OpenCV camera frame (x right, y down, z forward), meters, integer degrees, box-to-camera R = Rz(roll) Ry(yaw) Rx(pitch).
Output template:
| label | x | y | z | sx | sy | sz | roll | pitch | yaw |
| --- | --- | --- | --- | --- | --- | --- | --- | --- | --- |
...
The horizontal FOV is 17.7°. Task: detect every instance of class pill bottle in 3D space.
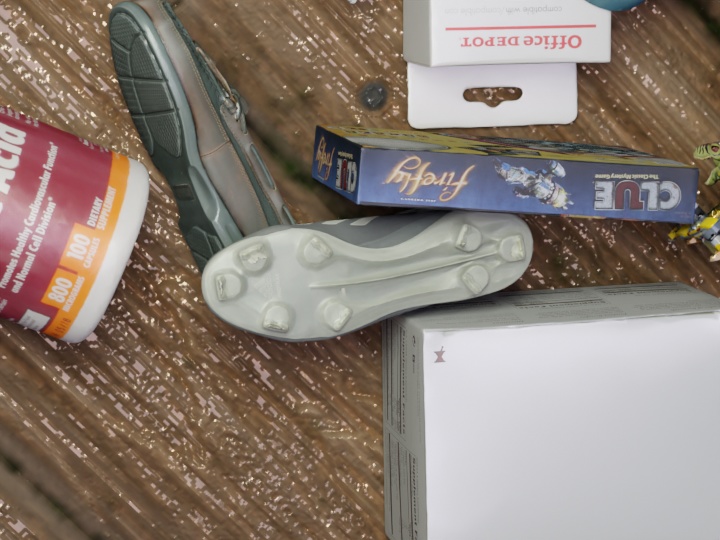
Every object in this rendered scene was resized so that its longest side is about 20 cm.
| label | x | y | z | sx | sy | sz | roll | pitch | yaw |
| --- | --- | --- | --- | --- | --- | --- | --- | --- | --- |
| pill bottle | -0.231 | -0.044 | 1.304 | 0.200 | 0.114 | 0.114 | 22 | 93 | -15 |

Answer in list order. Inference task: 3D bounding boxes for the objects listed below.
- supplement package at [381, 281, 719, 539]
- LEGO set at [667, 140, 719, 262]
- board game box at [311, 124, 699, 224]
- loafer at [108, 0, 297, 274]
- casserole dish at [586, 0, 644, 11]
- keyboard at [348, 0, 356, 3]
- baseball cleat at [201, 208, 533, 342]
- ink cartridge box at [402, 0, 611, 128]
| label | x | y | z | sx | sy | sz | roll | pitch | yaw |
| --- | --- | --- | --- | --- | --- | --- | --- | --- | --- |
| supplement package | 0.122 | 0.096 | 1.407 | 0.200 | 0.111 | 0.156 | -3 | 99 | -12 |
| LEGO set | 0.235 | -0.074 | 1.372 | 0.154 | 0.200 | 0.116 | -44 | 91 | 13 |
| board game box | 0.082 | -0.057 | 1.362 | 0.200 | 0.135 | 0.035 | 3 | 98 | -12 |
| loafer | -0.088 | -0.075 | 1.365 | 0.063 | 0.072 | 0.200 | -30 | 112 | -26 |
| casserole dish | 0.132 | -0.238 | 1.327 | 0.200 | 0.039 | 0.121 | 42 | 87 | -17 |
| keyboard | 0.024 | -0.254 | 1.331 | 0.011 | 0.056 | 0.200 | 14 | 113 | -27 |
| baseball cleat | 0.000 | 0.000 | 1.366 | 0.200 | 0.106 | 0.070 | -5 | 96 | -12 |
| ink cartridge box | 0.088 | -0.183 | 1.378 | 0.116 | 0.067 | 0.200 | -3 | 99 | -13 |
